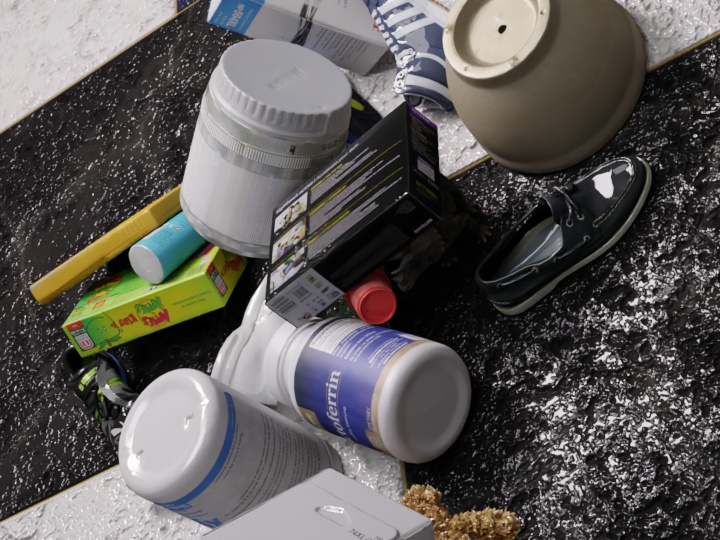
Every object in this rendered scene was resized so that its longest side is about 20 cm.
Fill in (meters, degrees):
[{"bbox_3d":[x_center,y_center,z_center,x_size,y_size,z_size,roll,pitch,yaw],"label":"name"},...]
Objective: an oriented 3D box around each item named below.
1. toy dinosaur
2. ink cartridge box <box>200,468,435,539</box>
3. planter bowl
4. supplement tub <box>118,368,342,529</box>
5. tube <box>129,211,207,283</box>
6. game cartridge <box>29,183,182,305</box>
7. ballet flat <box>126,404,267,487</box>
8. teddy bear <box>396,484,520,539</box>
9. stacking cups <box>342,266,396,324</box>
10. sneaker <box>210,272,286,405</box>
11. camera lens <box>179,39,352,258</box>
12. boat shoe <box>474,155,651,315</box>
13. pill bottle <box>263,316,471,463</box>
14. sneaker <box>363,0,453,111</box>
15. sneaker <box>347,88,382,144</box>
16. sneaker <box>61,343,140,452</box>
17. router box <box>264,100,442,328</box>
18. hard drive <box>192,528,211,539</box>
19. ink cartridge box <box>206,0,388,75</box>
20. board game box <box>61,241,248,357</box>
[{"bbox_3d":[0.071,-0.069,1.542,0.077,0.102,0.201,-24,52,30],"label":"toy dinosaur"},{"bbox_3d":[-0.024,0.301,1.294,0.146,0.201,0.146,-23,25,-32],"label":"ink cartridge box"},{"bbox_3d":[0.162,-0.214,1.505,0.199,0.135,0.201,-15,62,31],"label":"planter bowl"},{"bbox_3d":[-0.125,0.189,1.492,0.132,0.200,0.133,-23,51,31],"label":"supplement tub"},{"bbox_3d":[-0.182,-0.058,1.755,0.077,0.051,0.200,2,33,41],"label":"tube"},{"bbox_3d":[-0.280,-0.042,1.828,0.199,0.033,0.176,-29,8,26],"label":"game cartridge"},{"bbox_3d":[-0.174,0.190,1.637,0.200,0.072,0.072,-43,44,16],"label":"ballet flat"},{"bbox_3d":[0.094,0.272,1.347,0.199,0.067,0.146,7,88,44],"label":"teddy bear"},{"bbox_3d":[0.000,0.000,1.555,0.061,0.060,0.200,-50,25,6],"label":"stacking cups"},{"bbox_3d":[-0.085,0.070,1.624,0.075,0.088,0.200,106,-172,-46],"label":"sneaker"},{"bbox_3d":[-0.103,-0.127,1.651,0.160,0.159,0.201,-118,36,-44],"label":"camera lens"},{"bbox_3d":[0.186,-0.043,1.446,0.199,0.066,0.075,-40,44,17],"label":"boat shoe"},{"bbox_3d":[0.002,0.108,1.488,0.199,0.116,0.116,14,76,47],"label":"pill bottle"},{"bbox_3d":[0.043,-0.251,1.665,0.200,0.070,0.109,34,94,20],"label":"sneaker"},{"bbox_3d":[-0.038,-0.176,1.743,0.079,0.066,0.200,-59,41,16],"label":"sneaker"},{"bbox_3d":[-0.294,0.149,1.758,0.071,0.083,0.200,-52,43,5],"label":"sneaker"},{"bbox_3d":[-0.008,-0.055,1.503,0.200,0.051,0.150,-37,32,29],"label":"router box"},{"bbox_3d":[-0.165,0.373,1.544,0.132,0.025,0.201,-37,45,20],"label":"hard drive"},{"bbox_3d":[-0.058,-0.327,1.742,0.084,0.199,0.147,139,145,-60],"label":"ink cartridge box"},{"bbox_3d":[-0.235,0.027,1.755,0.199,0.048,0.102,-20,23,23],"label":"board game box"}]
